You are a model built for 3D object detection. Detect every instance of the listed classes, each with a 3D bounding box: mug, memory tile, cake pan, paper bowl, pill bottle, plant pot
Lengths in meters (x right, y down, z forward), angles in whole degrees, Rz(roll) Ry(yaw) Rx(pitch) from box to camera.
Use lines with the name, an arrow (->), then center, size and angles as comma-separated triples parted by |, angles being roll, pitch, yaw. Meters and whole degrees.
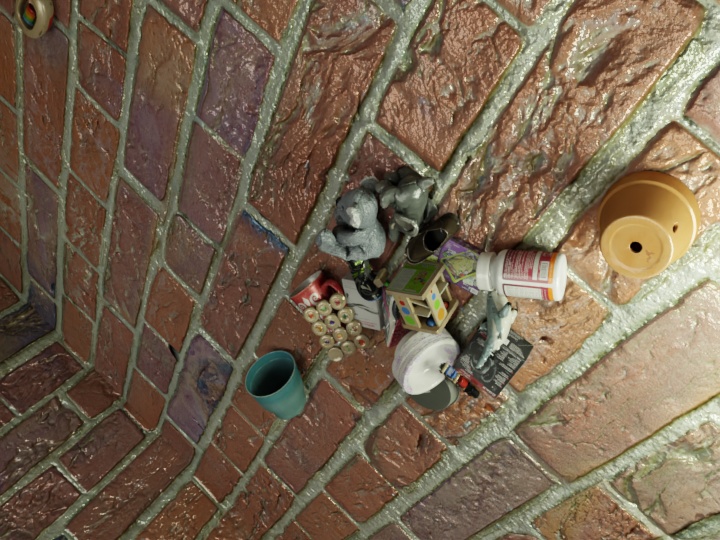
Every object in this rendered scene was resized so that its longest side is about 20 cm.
mug -> -0.107, 0.120, 1.880 | 0.202, 0.133, 0.177 | 53, 164, -11
memory tile -> -0.073, 0.175, 1.841 | 0.151, 0.017, 0.202 | -25, 109, 21
cake pan -> 0.208, 0.348, 1.867 | 0.197, 0.037, 0.204 | 20, 129, 26
paper bowl -> 0.175, 0.241, 1.715 | 0.105, 0.197, 0.204 | 49, 144, 40
pill bottle -> 0.381, 0.008, 1.443 | 0.196, 0.110, 0.112 | 6, 122, 29
plant pot -> -0.290, 0.431, 2.210 | 0.196, 0.202, 0.190 | 6, 138, 34
plant pot -> 0.569, -0.079, 1.229 | 0.196, 0.140, 0.204 | 20, 128, 26

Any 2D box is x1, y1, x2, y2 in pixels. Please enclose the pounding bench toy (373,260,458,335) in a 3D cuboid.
pounding bench toy -> 0.143, 0.072, 1.652 | 0.197, 0.125, 0.158 | 8, 137, 41

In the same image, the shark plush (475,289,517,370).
shark plush -> 0.338, 0.154, 1.561 | 0.082, 0.090, 0.205 | 17, 95, 30

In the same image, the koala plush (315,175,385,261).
koala plush -> -0.005, -0.141, 1.601 | 0.180, 0.179, 0.202 | 25, 142, 9

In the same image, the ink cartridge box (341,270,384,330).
ink cartridge box -> 0.021, 0.104, 1.825 | 0.113, 0.067, 0.204 | 9, 123, 32

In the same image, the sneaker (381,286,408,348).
sneaker -> 0.098, 0.135, 1.787 | 0.074, 0.080, 0.205 | 28, 126, 38

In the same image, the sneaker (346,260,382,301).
sneaker -> 0.000, 0.000, 1.709 | 0.203, 0.070, 0.083 | 65, -175, 25

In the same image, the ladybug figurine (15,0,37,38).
ladybug figurine -> -1.078, -0.856, 2.020 | 0.197, 0.072, 0.138 | -18, 106, 43

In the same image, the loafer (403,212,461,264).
loafer -> 0.170, -0.075, 1.550 | 0.073, 0.071, 0.200 | 47, 134, 1

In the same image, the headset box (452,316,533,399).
headset box -> 0.354, 0.241, 1.655 | 0.147, 0.077, 0.202 | 35, 135, 14

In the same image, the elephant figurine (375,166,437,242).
elephant figurine -> 0.127, -0.150, 1.551 | 0.139, 0.156, 0.203 | -23, 122, 0

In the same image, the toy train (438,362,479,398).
toy train -> 0.282, 0.314, 1.723 | 0.199, 0.034, 0.046 | 41, 172, -38

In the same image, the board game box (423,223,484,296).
board game box -> 0.241, -0.028, 1.595 | 0.197, 0.032, 0.122 | 30, 135, 18
